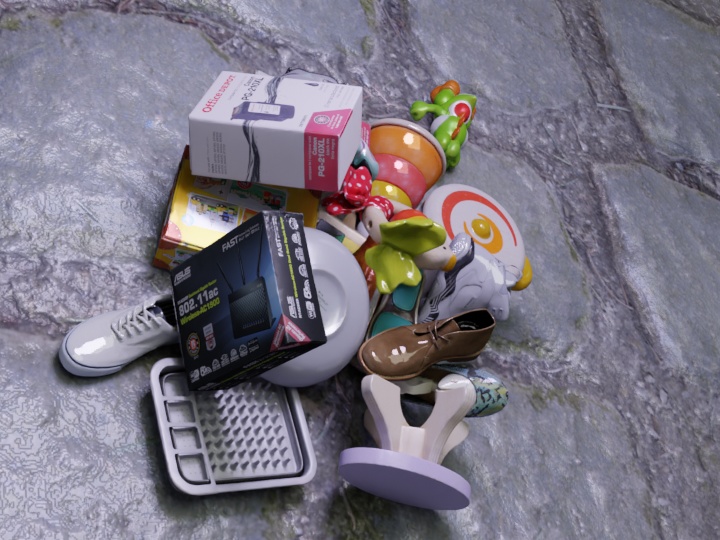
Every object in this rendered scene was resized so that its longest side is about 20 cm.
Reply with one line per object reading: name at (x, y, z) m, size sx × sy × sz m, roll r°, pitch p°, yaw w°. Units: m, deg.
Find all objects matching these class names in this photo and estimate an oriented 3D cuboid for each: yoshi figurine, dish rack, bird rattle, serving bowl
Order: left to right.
dish rack at (-0.158, 0.190, 1.287) m, size 0.197 × 0.044 × 0.174 m, roll 2°, pitch 56°, yaw -34°
serving bowl at (-0.067, 0.043, 1.327) m, size 0.197 × 0.065 × 0.205 m, roll 2°, pitch 85°, yaw -28°
bird rattle at (0.042, -0.051, 1.412) m, size 0.161 × 0.114 × 0.200 m, roll 14°, pitch 21°, yaw -40°
yoshi figurine at (0.136, -0.232, 1.800) m, size 0.110 × 0.114 × 0.201 m, roll 5°, pitch 33°, yaw 9°

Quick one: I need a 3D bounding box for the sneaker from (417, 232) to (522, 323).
sneaker at (0.142, 0.057, 1.490) m, size 0.113 × 0.203 × 0.075 m, roll 25°, pitch 18°, yaw -1°

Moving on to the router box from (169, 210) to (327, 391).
router box at (-0.133, 0.039, 1.223) m, size 0.061 × 0.199 × 0.153 m, roll 4°, pitch 67°, yaw -44°

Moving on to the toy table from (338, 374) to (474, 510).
toy table at (0.064, 0.217, 1.341) m, size 0.199 × 0.181 × 0.119 m, roll 38°, pitch 51°, yaw -44°

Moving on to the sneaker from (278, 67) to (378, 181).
sneaker at (-0.037, -0.219, 1.509) m, size 0.199 × 0.078 × 0.140 m, roll 39°, pitch 43°, yaw -5°

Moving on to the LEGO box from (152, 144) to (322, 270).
LEGO box at (-0.159, -0.060, 1.415) m, size 0.196 × 0.077 × 0.151 m, roll 16°, pitch 59°, yaw -12°

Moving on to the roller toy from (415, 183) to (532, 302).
roller toy at (0.151, -0.027, 1.605) m, size 0.181 × 0.140 × 0.201 m, roll -27°, pitch 76°, yaw -44°

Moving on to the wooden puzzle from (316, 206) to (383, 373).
wooden puzzle at (-0.031, 0.016, 1.490) m, size 0.199 × 0.037 × 0.187 m, roll 36°, pitch 56°, yaw -9°

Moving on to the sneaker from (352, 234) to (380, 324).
sneaker at (0.000, 0.000, 1.450) m, size 0.076 × 0.073 × 0.202 m, roll 30°, pitch 56°, yaw -11°

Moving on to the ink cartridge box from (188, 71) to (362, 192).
ink cartridge box at (-0.107, -0.180, 1.370) m, size 0.196 × 0.086 × 0.146 m, roll 8°, pitch 34°, yaw 9°

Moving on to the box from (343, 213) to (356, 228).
box at (-0.099, -0.081, 1.553) m, size 0.197 × 0.021 × 0.166 m, roll 24°, pitch 47°, yaw -18°

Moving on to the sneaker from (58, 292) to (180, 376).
sneaker at (-0.269, 0.065, 1.283) m, size 0.198 × 0.071 × 0.074 m, roll -23°, pitch 72°, yaw -44°

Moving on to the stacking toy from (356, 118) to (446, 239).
stacking toy at (0.038, -0.115, 1.611) m, size 0.145 × 0.146 × 0.202 m, roll 31°, pitch 56°, yaw -11°

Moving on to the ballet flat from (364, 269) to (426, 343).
ballet flat at (0.045, 0.071, 1.451) m, size 0.069 × 0.070 × 0.202 m, roll 32°, pitch 49°, yaw -10°

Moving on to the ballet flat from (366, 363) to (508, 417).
ballet flat at (0.096, 0.157, 1.415) m, size 0.197 × 0.075 × 0.074 m, roll 7°, pitch 36°, yaw 27°

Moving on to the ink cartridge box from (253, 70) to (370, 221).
ink cartridge box at (-0.090, -0.181, 1.560) m, size 0.197 × 0.084 × 0.147 m, roll 24°, pitch 45°, yaw -20°

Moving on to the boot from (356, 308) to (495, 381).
boot at (0.087, 0.087, 1.369) m, size 0.197 × 0.076 × 0.075 m, roll -11°, pitch 64°, yaw -30°
